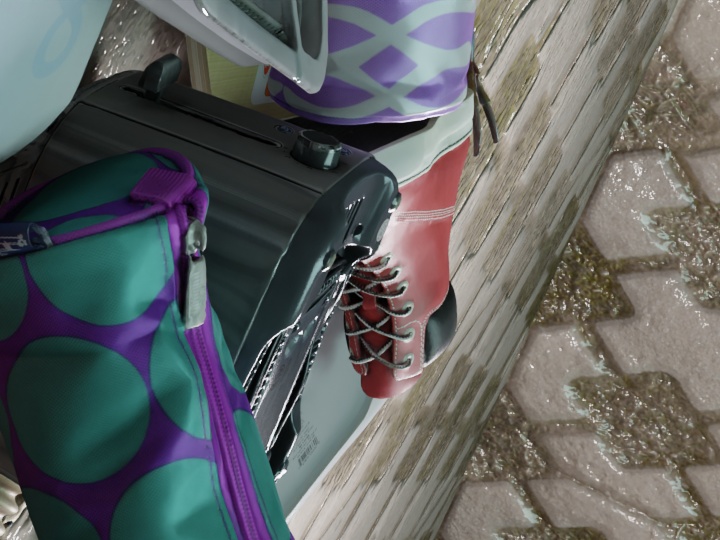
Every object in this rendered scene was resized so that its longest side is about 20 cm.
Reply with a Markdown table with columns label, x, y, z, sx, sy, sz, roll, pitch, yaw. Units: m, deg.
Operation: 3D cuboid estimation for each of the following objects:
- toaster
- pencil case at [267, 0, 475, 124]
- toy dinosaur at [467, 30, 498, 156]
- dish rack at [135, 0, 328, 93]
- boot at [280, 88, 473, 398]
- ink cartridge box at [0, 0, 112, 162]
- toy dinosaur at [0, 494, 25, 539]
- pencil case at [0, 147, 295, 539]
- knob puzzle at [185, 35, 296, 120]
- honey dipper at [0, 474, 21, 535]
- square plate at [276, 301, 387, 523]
| label | x | y | z | sx | sy | sz | roll | pitch | yaw |
| --- | --- | --- | --- | --- | --- | --- | --- | --- | --- |
| toaster | -0.080 | 0.020 | 0.814 | 0.200 | 0.129 | 0.114 | -67 | 169 | 24 |
| pencil case | 0.003 | -0.154 | 0.791 | 0.084 | 0.085 | 0.201 | -8 | 113 | -27 |
| toy dinosaur | 0.007 | -0.155 | 1.085 | 0.181 | 0.105 | 0.201 | -35 | 116 | -44 |
| dish rack | -0.049 | -0.144 | 0.617 | 0.200 | 0.043 | 0.172 | 18 | 69 | -81 |
| boot | 0.000 | 0.000 | 0.962 | 0.200 | 0.072 | 0.145 | -28 | 124 | -64 |
| ink cartridge box | -0.139 | -0.025 | 0.614 | 0.200 | 0.047 | 0.160 | -68 | 170 | 16 |
| toy dinosaur | -0.164 | 0.136 | 0.982 | 0.101 | 0.058 | 0.200 | -46 | 168 | -5 |
| pencil case | -0.066 | 0.066 | 0.712 | 0.085 | 0.092 | 0.201 | -34 | 111 | -52 |
| knob puzzle | -0.032 | -0.136 | 0.928 | 0.220 | 0.030 | 0.220 | -52 | 153 | -39 |
| honey dipper | -0.195 | 0.155 | 0.867 | 0.200 | 0.038 | 0.038 | -59 | 171 | -7 |
| square plate | -0.053 | 0.038 | 0.995 | 0.200 | 0.028 | 0.198 | -50 | 131 | -41 |
